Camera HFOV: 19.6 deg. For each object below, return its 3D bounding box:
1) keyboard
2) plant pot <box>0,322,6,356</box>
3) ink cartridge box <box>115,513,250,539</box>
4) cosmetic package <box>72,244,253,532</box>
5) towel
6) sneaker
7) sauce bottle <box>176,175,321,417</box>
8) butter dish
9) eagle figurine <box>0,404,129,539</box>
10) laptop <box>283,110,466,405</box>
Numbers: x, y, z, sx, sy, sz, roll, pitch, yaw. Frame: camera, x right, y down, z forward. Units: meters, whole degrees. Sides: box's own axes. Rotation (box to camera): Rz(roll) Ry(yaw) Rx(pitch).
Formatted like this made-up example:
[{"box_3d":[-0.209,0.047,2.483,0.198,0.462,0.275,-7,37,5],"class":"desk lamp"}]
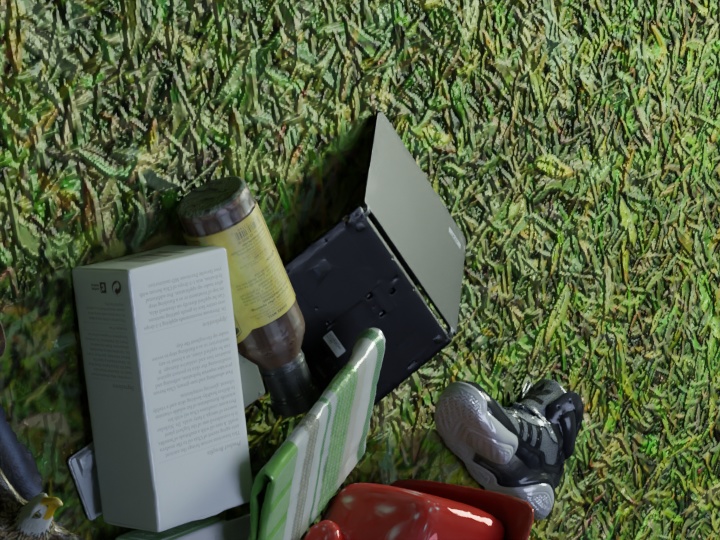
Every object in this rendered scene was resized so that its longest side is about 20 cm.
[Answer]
[{"box_3d":[-0.150,0.122,1.648,0.200,0.011,0.056,-35,126,-37],"class":"keyboard"},{"box_3d":[-0.359,0.044,1.285,0.198,0.200,0.200,-45,127,-24],"class":"plant pot"},{"box_3d":[-0.124,0.266,1.673,0.200,0.048,0.146,-12,107,-61],"class":"ink cartridge box"},{"box_3d":[-0.149,0.087,1.584,0.101,0.071,0.200,-14,101,-45],"class":"cosmetic package"},{"box_3d":[-0.042,0.151,1.681,0.200,0.031,0.149,-49,157,-47],"class":"towel"},{"box_3d":[0.140,0.135,1.915,0.114,0.075,0.200,-59,139,-23],"class":"sneaker"},{"box_3d":[-0.083,0.025,1.653,0.065,0.065,0.200,-39,119,-36],"class":"sauce bottle"},{"box_3d":[0.014,0.250,1.719,0.148,0.200,0.200,32,73,-33],"class":"butter dish"},{"box_3d":[-0.259,0.171,1.476,0.200,0.151,0.152,39,21,-13],"class":"eagle figurine"},{"box_3d":[0.000,0.000,1.785,0.200,0.103,0.177,-39,127,-4],"class":"laptop"}]
